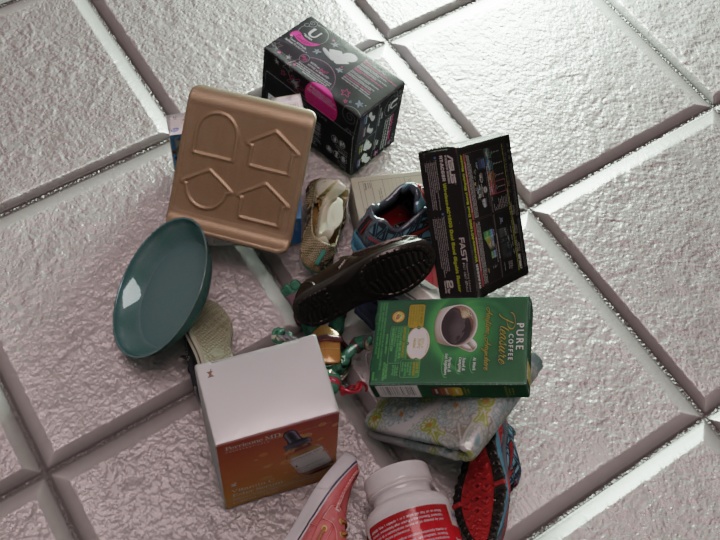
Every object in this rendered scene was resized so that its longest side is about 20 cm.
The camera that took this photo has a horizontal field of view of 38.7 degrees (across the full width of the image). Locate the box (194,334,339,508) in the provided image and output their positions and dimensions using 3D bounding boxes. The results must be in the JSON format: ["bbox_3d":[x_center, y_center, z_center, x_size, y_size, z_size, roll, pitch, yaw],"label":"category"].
[{"bbox_3d":[-0.112,0.188,1.250,0.150,0.201,0.107,-14,59,-11],"label":"box"}]

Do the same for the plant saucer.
[{"bbox_3d":[-0.260,0.027,1.384,0.198,0.036,0.203,-24,53,35],"label":"plant saucer"}]

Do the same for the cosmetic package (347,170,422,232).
[{"bbox_3d":[0.086,-0.086,1.509,0.196,0.073,0.105,-7,59,-7],"label":"cosmetic package"}]

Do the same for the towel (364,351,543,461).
[{"bbox_3d":[0.116,0.162,1.313,0.198,0.048,0.172,2,44,49],"label":"towel"}]

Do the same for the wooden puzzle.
[{"bbox_3d":[-0.165,-0.141,1.430,0.182,0.046,0.203,14,95,7],"label":"wooden puzzle"}]

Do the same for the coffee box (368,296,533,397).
[{"bbox_3d":[0.113,0.096,1.264,0.197,0.044,0.125,-3,56,16],"label":"coffee box"}]

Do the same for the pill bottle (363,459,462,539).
[{"bbox_3d":[0.069,0.337,1.220,0.110,0.113,0.202,-11,60,-11],"label":"pill bottle"}]

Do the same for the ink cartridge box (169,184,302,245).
[{"bbox_3d":[-0.186,-0.103,1.506,0.196,0.067,0.117,-2,59,-5],"label":"ink cartridge box"}]

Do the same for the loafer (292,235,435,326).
[{"bbox_3d":[0.000,0.000,1.328,0.197,0.074,0.072,-21,35,2],"label":"loafer"}]

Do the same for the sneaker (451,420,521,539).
[{"bbox_3d":[0.173,0.260,1.285,0.095,0.079,0.202,37,42,-32],"label":"sneaker"}]

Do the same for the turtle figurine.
[{"bbox_3d":[-0.048,0.095,1.373,0.147,0.102,0.202,0,45,-12],"label":"turtle figurine"}]

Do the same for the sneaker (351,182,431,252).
[{"bbox_3d":[0.082,-0.077,1.391,0.198,0.096,0.079,-26,60,-29],"label":"sneaker"}]

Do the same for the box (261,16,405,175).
[{"bbox_3d":[-0.044,-0.270,1.581,0.199,0.133,0.114,39,58,20],"label":"box"}]

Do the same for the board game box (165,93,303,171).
[{"bbox_3d":[-0.185,-0.199,1.525,0.197,0.135,0.035,-11,71,-11],"label":"board game box"}]

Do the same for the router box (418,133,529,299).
[{"bbox_3d":[0.153,-0.072,1.362,0.061,0.203,0.149,-4,10,36],"label":"router box"}]

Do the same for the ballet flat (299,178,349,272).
[{"bbox_3d":[-0.045,-0.083,1.473,0.067,0.076,0.202,23,40,-15],"label":"ballet flat"}]

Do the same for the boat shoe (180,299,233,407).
[{"bbox_3d":[-0.203,0.113,1.370,0.074,0.063,0.201,8,37,-29],"label":"boat shoe"}]

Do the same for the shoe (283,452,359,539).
[{"bbox_3d":[-0.037,0.327,1.248,0.090,0.072,0.201,29,66,13],"label":"shoe"}]

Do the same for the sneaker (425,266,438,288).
[{"bbox_3d":[0.130,0.061,1.433,0.086,0.074,0.201,-32,58,-10],"label":"sneaker"}]

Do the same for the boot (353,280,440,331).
[{"bbox_3d":[0.078,0.066,1.387,0.072,0.091,0.199,7,22,-49],"label":"boot"}]
